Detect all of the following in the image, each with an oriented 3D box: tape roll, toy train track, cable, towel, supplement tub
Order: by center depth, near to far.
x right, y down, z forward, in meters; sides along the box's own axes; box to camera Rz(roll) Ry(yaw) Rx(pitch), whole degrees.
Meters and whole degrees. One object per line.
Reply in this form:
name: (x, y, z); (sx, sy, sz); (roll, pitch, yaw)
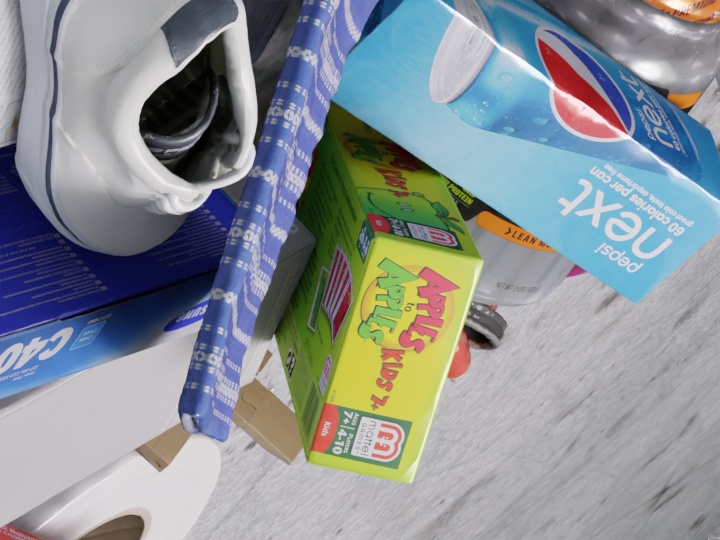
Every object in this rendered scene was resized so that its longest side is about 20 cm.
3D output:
towel: (-0.026, -0.036, 0.913); (0.145, 0.024, 0.201); (103, 5, -82)
toy train track: (-0.056, 0.024, 1.203); (0.033, 0.115, 0.200); (-38, -168, 50)
supplement tub: (0.092, -0.090, 1.205); (0.122, 0.123, 0.200); (-21, 151, -52)
tape roll: (-0.163, 0.128, 1.217); (0.202, 0.071, 0.203); (-39, 162, -15)
cable: (0.035, 0.025, 1.410); (0.200, 0.097, 0.051); (84, 12, -73)

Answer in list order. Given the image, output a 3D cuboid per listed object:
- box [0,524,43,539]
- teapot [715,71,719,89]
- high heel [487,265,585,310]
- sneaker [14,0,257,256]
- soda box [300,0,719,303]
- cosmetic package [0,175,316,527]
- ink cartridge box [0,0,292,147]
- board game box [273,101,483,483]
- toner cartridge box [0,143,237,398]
box: (-0.172, 0.169, 1.069); (0.200, 0.103, 0.095); (26, 116, -30)
teapot: (0.280, -0.173, 1.424); (0.197, 0.147, 0.200); (-20, -174, 4)
high heel: (0.091, 0.012, 1.481); (0.067, 0.096, 0.200); (-32, 159, -36)
sneaker: (-0.072, -0.046, 0.846); (0.073, 0.071, 0.200); (-39, 162, -15)
soda box: (0.070, -0.070, 1.095); (0.200, 0.064, 0.068); (32, 120, -31)
cosmetic package: (-0.123, 0.029, 1.055); (0.200, 0.090, 0.107); (-25, 154, -40)
ink cartridge box: (-0.092, -0.104, 0.873); (0.200, 0.050, 0.109); (-24, 154, -47)
board game box: (0.000, 0.000, 1.089); (0.200, 0.047, 0.102); (-111, -144, -67)
toner cartridge box: (-0.126, -0.007, 0.944); (0.200, 0.095, 0.043); (-18, 150, -55)
